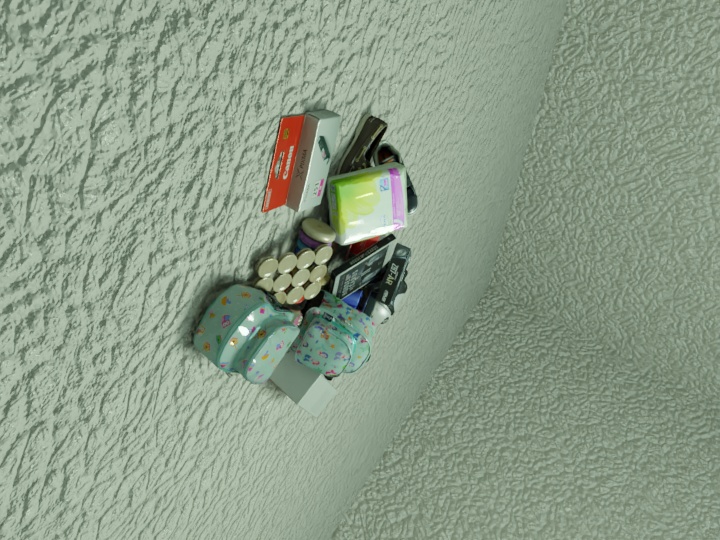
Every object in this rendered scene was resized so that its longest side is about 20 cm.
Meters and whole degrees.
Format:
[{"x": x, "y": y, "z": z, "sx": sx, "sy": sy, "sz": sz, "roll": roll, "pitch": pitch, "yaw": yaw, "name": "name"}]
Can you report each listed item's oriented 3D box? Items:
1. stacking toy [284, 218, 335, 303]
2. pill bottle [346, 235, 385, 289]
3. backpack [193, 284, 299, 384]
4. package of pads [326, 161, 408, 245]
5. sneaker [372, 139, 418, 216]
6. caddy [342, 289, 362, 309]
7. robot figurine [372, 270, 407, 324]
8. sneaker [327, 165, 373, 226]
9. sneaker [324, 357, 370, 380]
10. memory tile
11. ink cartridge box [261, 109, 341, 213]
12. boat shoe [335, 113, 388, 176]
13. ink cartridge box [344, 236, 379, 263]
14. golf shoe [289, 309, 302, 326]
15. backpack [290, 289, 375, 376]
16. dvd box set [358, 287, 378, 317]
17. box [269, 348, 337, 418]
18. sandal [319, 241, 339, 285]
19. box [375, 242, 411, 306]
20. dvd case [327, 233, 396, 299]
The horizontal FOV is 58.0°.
[{"x": -0.130, "y": -0.013, "z": 1.507, "sx": 0.085, "sy": 0.084, "sz": 0.204, "roll": -21, "pitch": 139, "yaw": -62, "name": "stacking toy"}, {"x": 0.026, "y": -0.032, "z": 1.819, "sx": 0.115, "sy": 0.112, "sz": 0.201, "roll": -56, "pitch": 160, "yaw": -18, "name": "pill bottle"}, {"x": -0.228, "y": 0.127, "z": 1.301, "sx": 0.178, "sy": 0.152, "sz": 0.199, "roll": -52, "pitch": 151, "yaw": 1, "name": "backpack"}, {"x": 0.018, "y": -0.155, "z": 1.528, "sx": 0.195, "sy": 0.068, "sz": 0.159, "roll": -15, "pitch": 116, "yaw": -23, "name": "package of pads"}, {"x": 0.083, "y": -0.233, "z": 1.626, "sx": 0.077, "sy": 0.204, "sz": 0.080, "roll": -26, "pitch": 163, "yaw": -5, "name": "sneaker"}, {"x": -0.061, "y": 0.106, "z": 1.778, "sx": 0.200, "sy": 0.102, "sz": 0.146, "roll": 99, "pitch": 8, "yaw": -76, "name": "caddy"}, {"x": 0.075, "y": 0.074, "z": 2.062, "sx": 0.203, "sy": 0.123, "sz": 0.151, "roll": -58, "pitch": 142, "yaw": -18, "name": "robot figurine"}, {"x": -0.025, "y": -0.169, "z": 1.617, "sx": 0.203, "sy": 0.069, "sz": 0.082, "roll": -57, "pitch": 176, "yaw": -13, "name": "sneaker"}, {"x": -0.050, "y": 0.252, "z": 1.780, "sx": 0.196, "sy": 0.117, "sz": 0.076, "roll": 19, "pitch": 137, "yaw": -38, "name": "sneaker"}, {"x": -0.156, "y": 0.018, "z": 1.434, "sx": 0.196, "sy": 0.017, "sz": 0.156, "roll": -15, "pitch": 136, "yaw": -39, "name": "memory tile"}, {"x": -0.118, "y": -0.218, "z": 1.325, "sx": 0.173, "sy": 0.043, "sz": 0.205, "roll": -34, "pitch": 144, "yaw": -58, "name": "ink cartridge box"}, {"x": 0.001, "y": -0.269, "z": 1.545, "sx": 0.205, "sy": 0.058, "sz": 0.072, "roll": -65, "pitch": 160, "yaw": 0, "name": "boat shoe"}, {"x": 0.022, "y": -0.116, "z": 1.665, "sx": 0.117, "sy": 0.065, "sz": 0.204, "roll": 111, "pitch": -3, "yaw": -54, "name": "ink cartridge box"}, {"x": -0.185, "y": 0.117, "z": 1.532, "sx": 0.200, "sy": 0.089, "sz": 0.078, "roll": 133, "pitch": -24, "yaw": -80, "name": "golf shoe"}, {"x": -0.065, "y": 0.168, "z": 1.620, "sx": 0.179, "sy": 0.196, "sz": 0.153, "roll": -56, "pitch": -165, "yaw": 36, "name": "backpack"}, {"x": -0.003, "y": 0.125, "z": 1.906, "sx": 0.200, "sy": 0.029, "sz": 0.150, "roll": -168, "pitch": -81, "yaw": -79, "name": "dvd box set"}, {"x": -0.153, "y": 0.300, "z": 1.729, "sx": 0.098, "sy": 0.123, "sz": 0.201, "roll": -49, "pitch": 157, "yaw": -11, "name": "box"}, {"x": -0.092, "y": -0.002, "z": 1.616, "sx": 0.214, "sy": 0.068, "sz": 0.078, "roll": -55, "pitch": 159, "yaw": -24, "name": "sandal"}, {"x": 0.093, "y": 0.017, "z": 1.797, "sx": 0.200, "sy": 0.042, "sz": 0.164, "roll": 49, "pitch": 62, "yaw": -83, "name": "box"}, {"x": 0.000, "y": 0.000, "z": 1.648, "sx": 0.197, "sy": 0.025, "sz": 0.152, "roll": -33, "pitch": 158, "yaw": -26, "name": "dvd case"}]
